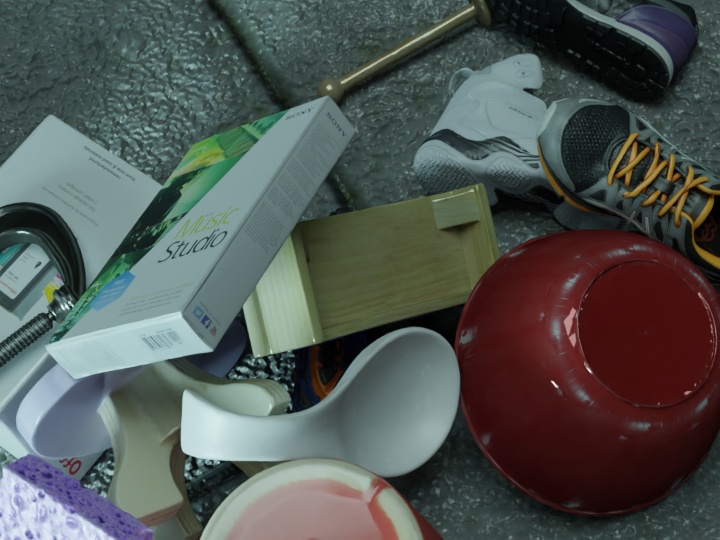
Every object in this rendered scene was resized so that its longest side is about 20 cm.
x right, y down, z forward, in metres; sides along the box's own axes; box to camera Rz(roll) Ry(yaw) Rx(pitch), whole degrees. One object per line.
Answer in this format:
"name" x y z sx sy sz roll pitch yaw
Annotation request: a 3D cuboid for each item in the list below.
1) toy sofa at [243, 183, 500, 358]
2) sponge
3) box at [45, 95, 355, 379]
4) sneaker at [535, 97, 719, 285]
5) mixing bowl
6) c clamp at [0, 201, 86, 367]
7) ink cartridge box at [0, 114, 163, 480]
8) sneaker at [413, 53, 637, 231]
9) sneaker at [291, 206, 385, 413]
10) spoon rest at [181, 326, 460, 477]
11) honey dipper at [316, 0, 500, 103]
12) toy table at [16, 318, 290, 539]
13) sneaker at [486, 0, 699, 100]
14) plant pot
"toy sofa" 0.000 0.000 1.013 0.097 0.198 0.084 -14 89 47
"sponge" -0.198 0.229 0.944 0.111 0.202 0.030 26 25 26
"box" -0.101 -0.022 0.935 0.143 0.036 0.201 -14 34 43
"sneaker" 0.210 -0.057 1.023 0.199 0.077 0.079 31 88 -16
"mixing bowl" 0.169 0.053 0.965 0.197 0.108 0.203 3 72 -10
"c clamp" -0.258 0.048 0.978 0.200 0.027 0.171 -42 57 -12
"ink cartridge box" -0.224 0.027 1.081 0.145 0.147 0.201 31 70 25
"sneaker" 0.146 -0.101 1.123 0.197 0.075 0.116 10 60 15
"sneaker" -0.019 0.033 1.079 0.075 0.079 0.202 29 43 -16
"spoon rest" -0.013 0.091 0.926 0.198 0.101 0.060 -6 17 -33
"honey dipper" 0.052 -0.192 1.225 0.198 0.038 0.038 -31 58 -3
"toy table" -0.125 0.108 1.007 0.199 0.185 0.117 -23 62 -42
"sneaker" 0.181 -0.224 1.187 0.199 0.076 0.088 37 60 8
"plant pot" -0.017 0.215 0.908 0.197 0.178 0.203 -4 59 7
